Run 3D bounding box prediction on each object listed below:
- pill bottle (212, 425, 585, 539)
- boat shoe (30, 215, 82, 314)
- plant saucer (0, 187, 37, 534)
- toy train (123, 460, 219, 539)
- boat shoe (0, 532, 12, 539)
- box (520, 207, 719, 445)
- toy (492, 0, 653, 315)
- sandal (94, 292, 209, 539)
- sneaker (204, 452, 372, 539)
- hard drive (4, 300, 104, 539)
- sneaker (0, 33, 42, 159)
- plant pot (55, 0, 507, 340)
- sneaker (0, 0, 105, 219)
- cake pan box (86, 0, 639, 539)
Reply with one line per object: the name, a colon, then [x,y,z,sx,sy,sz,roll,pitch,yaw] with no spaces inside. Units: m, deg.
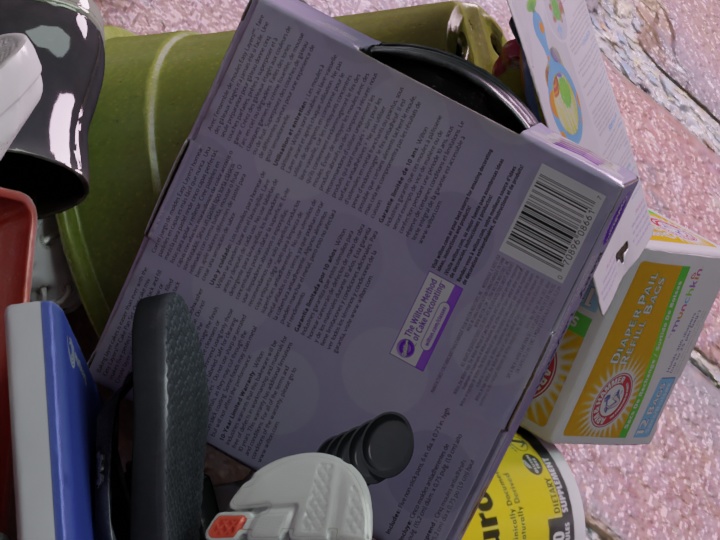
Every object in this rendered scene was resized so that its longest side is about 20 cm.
pill bottle: [0.007,0.130,1.401,0.200,0.111,0.112,-6,63,-48]
boat shoe: [-0.155,-0.005,1.378,0.065,0.074,0.200,43,37,-2]
plant saucer: [-0.231,0.050,1.224,0.199,0.037,0.201,13,75,-40]
toy train: [-0.060,0.175,1.307,0.034,0.046,0.201,-11,84,-52]
boat shoe: [-0.176,0.190,1.165,0.072,0.066,0.202,31,52,-30]
box: [0.069,-0.003,1.502,0.200,0.113,0.101,30,14,32]
toy: [0.078,-0.089,1.346,0.115,0.047,0.201,-49,127,-63]
sandal: [-0.094,0.109,1.255,0.076,0.043,0.201,20,72,-79]
sneaker: [-0.038,0.176,1.253,0.082,0.077,0.201,42,62,-73]
hard drive: [-0.120,0.131,1.244,0.132,0.025,0.201,77,6,-64]
sneaker: [-0.181,0.004,1.209,0.200,0.074,0.116,-48,117,-24]
plant pot: [-0.018,-0.045,1.404,0.200,0.189,0.201,47,35,-48]
sneaker: [-0.214,-0.079,1.318,0.199,0.075,0.107,0,50,-3]
cake pan box: [0.000,0.000,1.292,0.184,0.201,0.052,26,12,9]
